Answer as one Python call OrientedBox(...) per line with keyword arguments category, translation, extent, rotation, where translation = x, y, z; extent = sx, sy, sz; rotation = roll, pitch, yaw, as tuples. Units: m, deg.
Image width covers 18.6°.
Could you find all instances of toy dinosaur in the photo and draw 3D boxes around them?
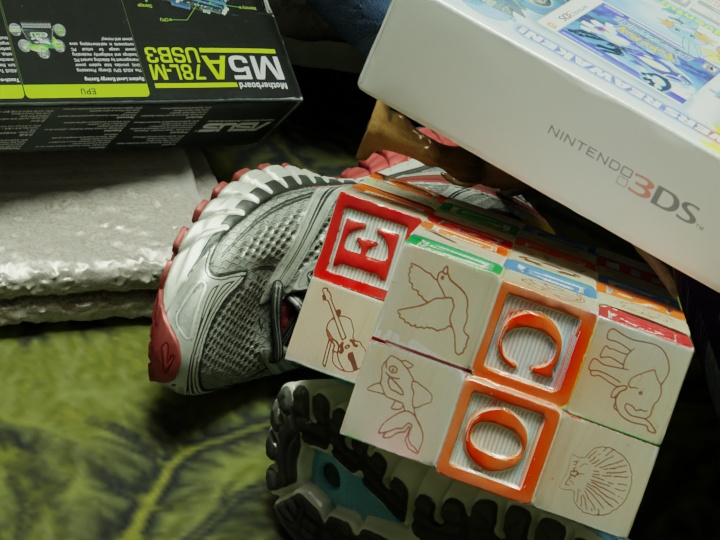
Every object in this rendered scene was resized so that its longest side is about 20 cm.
OrientedBox(category="toy dinosaur", translation=(0.057, -0.048, 0.774), extent=(0.106, 0.061, 0.200), rotation=(20, 7, -3))

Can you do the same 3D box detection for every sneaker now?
OrientedBox(category="sneaker", translation=(0.061, 0.084, 0.733), extent=(0.090, 0.079, 0.200), rotation=(-18, 42, -40))
OrientedBox(category="sneaker", translation=(0.000, 0.000, 0.846), extent=(0.082, 0.078, 0.200), rotation=(34, 41, 32))

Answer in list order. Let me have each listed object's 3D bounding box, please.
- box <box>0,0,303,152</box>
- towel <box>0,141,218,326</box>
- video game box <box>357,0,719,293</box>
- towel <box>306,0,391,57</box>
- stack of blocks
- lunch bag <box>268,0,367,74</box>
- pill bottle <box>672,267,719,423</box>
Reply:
OrientedBox(category="box", translation=(-0.138, -0.142, 0.899), extent=(0.199, 0.047, 0.194), rotation=(-5, 70, -39))
OrientedBox(category="towel", translation=(-0.149, -0.023, 0.885), extent=(0.199, 0.035, 0.133), rotation=(-6, 35, -21))
OrientedBox(category="video game box", translation=(0.121, -0.052, 0.736), extent=(0.199, 0.047, 0.182), rotation=(30, 25, 11))
OrientedBox(category="towel", translation=(0.028, -0.139, 0.972), extent=(0.112, 0.200, 0.048), rotation=(-54, 24, -17))
OrientedBox(category="stack of blocks", translation=(0.039, 0.019, 0.701), extent=(0.115, 0.059, 0.200), rotation=(19, 7, 3))
OrientedBox(category="lunch bag", translation=(-0.032, -0.167, 1.064), extent=(0.163, 0.118, 0.200), rotation=(4, 41, -15))
OrientedBox(category="pill bottle", translation=(0.183, 0.040, 0.795), extent=(0.111, 0.112, 0.200), rotation=(4, 33, -8))
